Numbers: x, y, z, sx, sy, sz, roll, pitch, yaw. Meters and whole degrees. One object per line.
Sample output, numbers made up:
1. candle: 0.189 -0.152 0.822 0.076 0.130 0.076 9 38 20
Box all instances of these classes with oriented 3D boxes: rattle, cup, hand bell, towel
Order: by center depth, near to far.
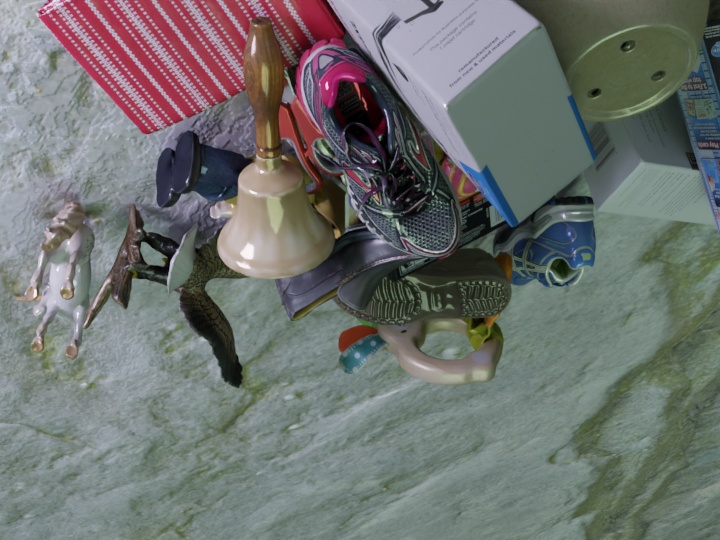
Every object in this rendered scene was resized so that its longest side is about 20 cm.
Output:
1. cup: 0.182 -0.201 0.742 0.196 0.145 0.201 -8 149 -5
2. towel: -0.125 -0.191 0.753 0.197 0.023 0.145 -22 135 18
3. hand bell: -0.075 -0.104 0.792 0.102 0.105 0.203 -7 128 -7
4. rattle: 0.066 0.050 1.124 0.196 0.131 0.144 11 141 14

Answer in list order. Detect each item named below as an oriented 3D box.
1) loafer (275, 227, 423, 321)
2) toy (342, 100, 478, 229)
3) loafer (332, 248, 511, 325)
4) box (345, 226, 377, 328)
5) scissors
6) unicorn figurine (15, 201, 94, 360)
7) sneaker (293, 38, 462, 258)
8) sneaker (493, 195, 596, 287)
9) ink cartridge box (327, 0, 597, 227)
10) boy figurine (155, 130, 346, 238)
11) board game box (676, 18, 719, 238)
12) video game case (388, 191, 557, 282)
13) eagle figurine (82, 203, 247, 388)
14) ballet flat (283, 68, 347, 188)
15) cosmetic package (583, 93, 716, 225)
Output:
1. loafer: 0.000 0.000 0.905 0.198 0.074 0.072 -11 177 43
2. toy: 0.081 -0.098 0.852 0.197 0.047 0.117 -15 132 -16
3. loafer: 0.062 0.012 1.057 0.196 0.069 0.077 4 124 4
4. box: 0.034 -0.004 1.123 0.142 0.037 0.200 -19 147 13
5. scissors: -0.068 -0.145 0.819 0.072 0.014 0.201 -15 129 21
6. unicorn figurine: -0.297 0.017 0.982 0.073 0.138 0.201 21 125 -18
7. sneaker: 0.016 -0.083 0.770 0.080 0.075 0.201 -38 116 2
8. sneaker: 0.203 -0.014 1.101 0.074 0.078 0.200 -4 163 -12
9. ink cartridge box: 0.065 -0.150 0.708 0.084 0.201 0.146 -39 139 3
10. boy figurine: -0.096 -0.072 0.933 0.198 0.066 0.123 16 152 -39
11. board game box: 0.373 -0.129 0.876 0.197 0.204 0.062 -12 -169 -16
12. video game case: 0.100 -0.089 0.947 0.198 0.026 0.182 -27 146 -7
13. eagle figurine: -0.160 0.013 1.006 0.198 0.152 0.152 27 120 -32
14. ballet flat: -0.020 -0.114 0.896 0.068 0.064 0.199 -26 146 28
15. cosmetic package: 0.314 -0.113 0.959 0.197 0.114 0.081 2 148 -23
